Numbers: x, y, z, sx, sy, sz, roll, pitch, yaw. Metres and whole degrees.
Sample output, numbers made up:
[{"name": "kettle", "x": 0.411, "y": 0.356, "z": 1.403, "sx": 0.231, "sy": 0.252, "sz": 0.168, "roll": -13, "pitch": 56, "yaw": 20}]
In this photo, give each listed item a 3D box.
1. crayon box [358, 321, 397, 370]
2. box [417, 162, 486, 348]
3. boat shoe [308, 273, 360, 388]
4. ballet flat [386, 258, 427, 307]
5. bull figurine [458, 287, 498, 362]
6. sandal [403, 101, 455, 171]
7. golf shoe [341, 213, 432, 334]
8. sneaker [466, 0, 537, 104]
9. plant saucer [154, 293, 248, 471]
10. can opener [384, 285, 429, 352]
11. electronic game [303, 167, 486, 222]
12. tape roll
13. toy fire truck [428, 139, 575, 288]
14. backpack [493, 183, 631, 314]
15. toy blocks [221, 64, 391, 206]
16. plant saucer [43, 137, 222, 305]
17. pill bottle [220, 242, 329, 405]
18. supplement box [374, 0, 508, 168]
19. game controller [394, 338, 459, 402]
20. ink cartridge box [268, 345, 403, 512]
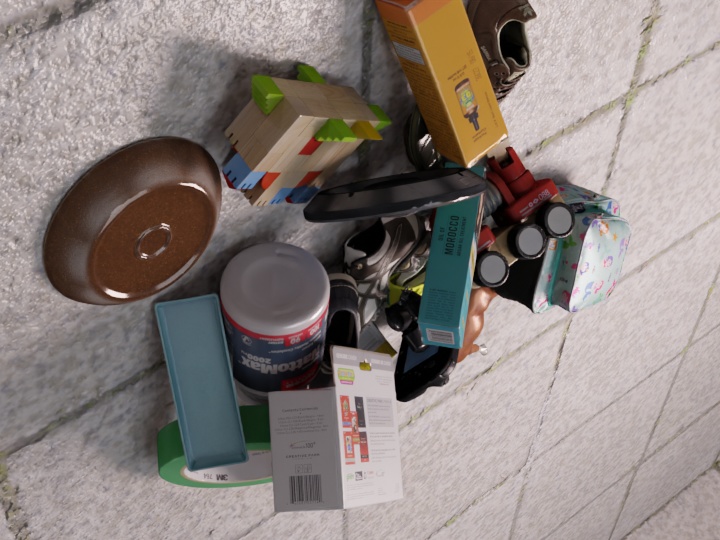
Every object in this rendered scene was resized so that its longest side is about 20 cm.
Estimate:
[{"name": "crayon box", "x": -0.053, "y": 0.142, "z": 1.506, "sx": 0.200, "sy": 0.051, "sz": 0.127, "roll": -44, "pitch": 150, "yaw": -5}, {"name": "box", "x": 0.108, "y": -0.017, "z": 1.324, "sx": 0.082, "sy": 0.049, "sz": 0.201, "roll": 72, "pitch": 28, "yaw": -68}, {"name": "boat shoe", "x": -0.039, "y": 0.100, "z": 1.380, "sx": 0.072, "sy": 0.063, "sz": 0.200, "roll": 2, "pitch": 125, "yaw": -13}, {"name": "ballet flat", "x": 0.114, "y": -0.012, "z": 1.526, "sx": 0.200, "sy": 0.067, "sz": 0.067, "roll": -34, "pitch": 128, "yaw": -17}, {"name": "bull figurine", "x": 0.149, "y": 0.085, "z": 1.679, "sx": 0.121, "sy": 0.065, "sz": 0.200, "roll": -13, "pitch": 137, "yaw": -47}, {"name": "sandal", "x": 0.077, "y": -0.152, "z": 1.316, "sx": 0.080, "sy": 0.057, "sz": 0.201, "roll": -45, "pitch": 162, "yaw": -12}, {"name": "golf shoe", "x": 0.000, "y": 0.000, "z": 1.400, "sx": 0.094, "sy": 0.078, "sz": 0.200, "roll": 27, "pitch": 110, "yaw": -34}, {"name": "sneaker", "x": 0.151, "y": -0.229, "z": 1.290, "sx": 0.070, "sy": 0.076, "sz": 0.200, "roll": -30, "pitch": 146, "yaw": -25}, {"name": "plant saucer", "x": -0.173, "y": 0.123, "z": 1.251, "sx": 0.070, "sy": 0.019, "sz": 0.201, "roll": -9, "pitch": 105, "yaw": -2}, {"name": "can opener", "x": 0.065, "y": 0.053, "z": 1.398, "sx": 0.063, "sy": 0.079, "sz": 0.200, "roll": -42, "pitch": 171, "yaw": -1}, {"name": "electronic game", "x": 0.037, "y": -0.078, "z": 1.224, "sx": 0.200, "sy": 0.200, "sz": 0.042, "roll": -17, "pitch": 101, "yaw": -40}, {"name": "tape roll", "x": -0.145, "y": 0.216, "z": 1.383, "sx": 0.200, "sy": 0.048, "sz": 0.201, "roll": -6, "pitch": 156, "yaw": -3}, {"name": "toy fire truck", "x": 0.159, "y": -0.097, "z": 1.449, "sx": 0.176, "sy": 0.200, "sz": 0.129, "roll": -35, "pitch": -170, "yaw": -16}, {"name": "backpack", "x": 0.299, "y": -0.034, "z": 1.640, "sx": 0.200, "sy": 0.150, "sz": 0.178, "roll": -15, "pitch": 121, "yaw": -53}, {"name": "toy blocks", "x": -0.074, "y": -0.122, "z": 1.137, "sx": 0.137, "sy": 0.100, "sz": 0.200, "roll": -45, "pitch": 162, "yaw": 25}, {"name": "plant saucer", "x": -0.210, "y": -0.036, "z": 1.112, "sx": 0.200, "sy": 0.037, "sz": 0.201, "roll": -32, "pitch": 147, "yaw": -24}, {"name": "pill bottle", "x": -0.099, "y": 0.073, "z": 1.295, "sx": 0.119, "sy": 0.120, "sz": 0.200, "roll": -30, "pitch": 151, "yaw": -25}, {"name": "supplement box", "x": 0.086, "y": -0.207, "z": 1.180, "sx": 0.066, "sy": 0.069, "sz": 0.200, "roll": -37, "pitch": 125, "yaw": -16}, {"name": "game controller", "x": 0.092, "y": 0.096, "z": 1.524, "sx": 0.104, "sy": 0.200, "sz": 0.042, "roll": -26, "pitch": 114, "yaw": 25}, {"name": "ink cartridge box", "x": -0.025, "y": 0.181, "z": 1.302, "sx": 0.084, "sy": 0.176, "sz": 0.200, "roll": -7, "pitch": 169, "yaw": 20}]
